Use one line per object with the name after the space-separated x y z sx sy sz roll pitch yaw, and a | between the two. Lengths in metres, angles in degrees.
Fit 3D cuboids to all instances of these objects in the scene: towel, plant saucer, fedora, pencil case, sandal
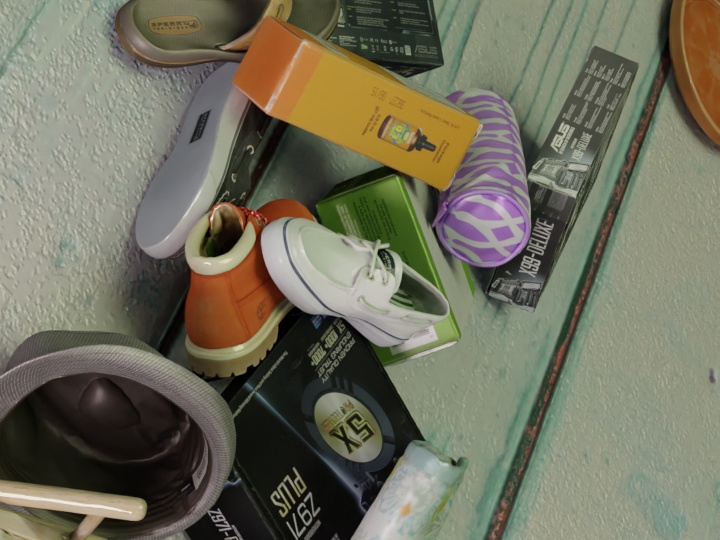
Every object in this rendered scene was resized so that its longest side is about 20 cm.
0.023 0.210 1.660 0.171 0.048 0.200 -61 171 -1 | towel
0.392 -0.226 2.391 0.200 0.032 0.201 19 64 -46 | plant saucer
-0.182 0.101 1.509 0.200 0.177 0.090 27 27 -27 | fedora
0.099 -0.085 1.882 0.085 0.084 0.200 27 26 -19 | pencil case
-0.097 -0.206 1.720 0.200 0.055 0.082 -7 60 -32 | sandal

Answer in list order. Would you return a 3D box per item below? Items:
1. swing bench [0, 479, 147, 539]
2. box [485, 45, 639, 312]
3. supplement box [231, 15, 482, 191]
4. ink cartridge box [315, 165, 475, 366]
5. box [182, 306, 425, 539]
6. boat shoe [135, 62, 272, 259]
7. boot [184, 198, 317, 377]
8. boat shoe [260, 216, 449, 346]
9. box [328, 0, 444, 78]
-0.255 0.228 1.363 0.200 0.130 0.199 14 65 -14 | swing bench
0.185 -0.083 1.999 0.050 0.158 0.200 23 49 7 | box
0.000 -0.131 1.735 0.200 0.069 0.067 22 101 -37 | supplement box
0.036 -0.017 1.861 0.200 0.076 0.148 -56 126 -77 | ink cartridge box
-0.058 0.132 1.681 0.164 0.086 0.200 61 40 -19 | box
-0.113 -0.074 1.700 0.066 0.070 0.200 47 39 -29 | boat shoe
-0.080 -0.018 1.655 0.200 0.075 0.107 -62 150 -55 | boot
0.000 0.000 1.663 0.200 0.067 0.074 28 47 -57 | boat shoe
-0.018 -0.250 1.879 0.200 0.051 0.158 -2 81 -50 | box
